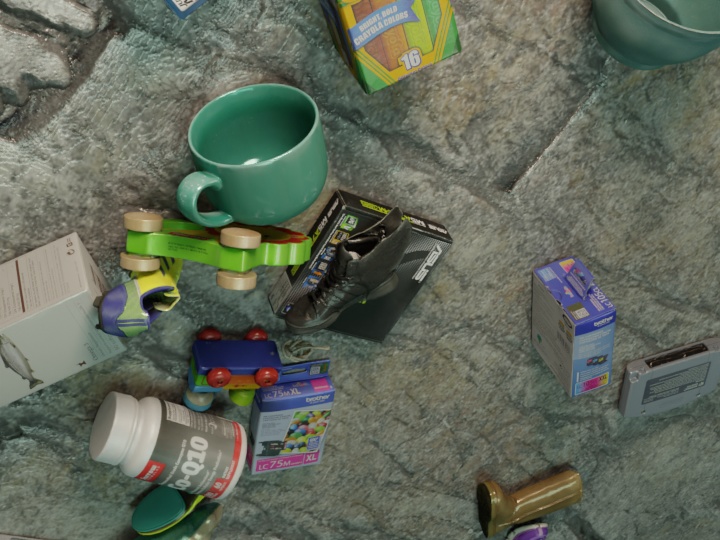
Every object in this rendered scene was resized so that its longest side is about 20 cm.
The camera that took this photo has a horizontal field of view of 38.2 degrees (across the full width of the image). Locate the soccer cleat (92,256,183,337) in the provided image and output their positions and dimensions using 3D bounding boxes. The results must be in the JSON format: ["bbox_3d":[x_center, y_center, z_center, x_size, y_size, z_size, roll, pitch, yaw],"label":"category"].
[{"bbox_3d":[-0.246,0.025,1.254,0.083,0.200,0.065,4,114,13],"label":"soccer cleat"}]

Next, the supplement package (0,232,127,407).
[{"bbox_3d":[-0.404,0.065,1.260,0.199,0.118,0.117,-25,135,-3],"label":"supplement package"}]

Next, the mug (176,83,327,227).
[{"bbox_3d":[-0.128,-0.121,1.208,0.184,0.153,0.115,-18,136,-7],"label":"mug"}]

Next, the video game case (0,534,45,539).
[{"bbox_3d":[-0.545,0.490,1.622,0.181,0.022,0.200,19,118,-36],"label":"video game case"}]

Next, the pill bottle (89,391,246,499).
[{"bbox_3d":[-0.271,0.245,1.469,0.199,0.114,0.114,21,117,-27],"label":"pill bottle"}]

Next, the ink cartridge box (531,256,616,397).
[{"bbox_3d":[0.326,0.076,1.602,0.076,0.137,0.201,-20,134,-11],"label":"ink cartridge box"}]

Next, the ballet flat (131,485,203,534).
[{"bbox_3d":[-0.263,0.341,1.605,0.200,0.067,0.067,-42,152,10],"label":"ballet flat"}]

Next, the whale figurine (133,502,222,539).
[{"bbox_3d":[-0.303,0.436,1.639,0.200,0.104,0.159,-51,176,7],"label":"whale figurine"}]

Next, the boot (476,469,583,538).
[{"bbox_3d":[0.318,0.414,1.942,0.198,0.066,0.176,-18,146,-9],"label":"boot"}]

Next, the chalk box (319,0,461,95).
[{"bbox_3d":[0.016,-0.320,1.126,0.124,0.124,0.201,-25,135,-3],"label":"chalk box"}]

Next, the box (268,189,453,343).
[{"bbox_3d":[0.000,0.000,1.446,0.192,0.048,0.201,18,119,-32],"label":"box"}]

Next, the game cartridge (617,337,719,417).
[{"bbox_3d":[0.563,0.199,1.892,0.198,0.042,0.134,-14,137,-14],"label":"game cartridge"}]

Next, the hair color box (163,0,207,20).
[{"bbox_3d":[-0.131,-0.353,1.045,0.199,0.100,0.061,-37,133,7],"label":"hair color box"}]

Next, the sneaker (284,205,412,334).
[{"bbox_3d":[-0.019,0.001,1.370,0.199,0.060,0.105,-26,135,-8],"label":"sneaker"}]

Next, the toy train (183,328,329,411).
[{"bbox_3d":[-0.151,0.150,1.484,0.198,0.085,0.116,2,137,-27],"label":"toy train"}]

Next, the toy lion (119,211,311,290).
[{"bbox_3d":[-0.166,-0.034,1.270,0.198,0.192,0.069,10,103,13],"label":"toy lion"}]

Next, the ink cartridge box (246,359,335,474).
[{"bbox_3d":[-0.107,0.227,1.595,0.118,0.042,0.201,-6,128,-22],"label":"ink cartridge box"}]

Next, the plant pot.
[{"bbox_3d":[0.360,-0.328,1.256,0.199,0.202,0.134,-8,158,-19],"label":"plant pot"}]

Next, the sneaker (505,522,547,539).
[{"bbox_3d":[0.328,0.579,2.070,0.080,0.084,0.201,2,126,-27],"label":"sneaker"}]
